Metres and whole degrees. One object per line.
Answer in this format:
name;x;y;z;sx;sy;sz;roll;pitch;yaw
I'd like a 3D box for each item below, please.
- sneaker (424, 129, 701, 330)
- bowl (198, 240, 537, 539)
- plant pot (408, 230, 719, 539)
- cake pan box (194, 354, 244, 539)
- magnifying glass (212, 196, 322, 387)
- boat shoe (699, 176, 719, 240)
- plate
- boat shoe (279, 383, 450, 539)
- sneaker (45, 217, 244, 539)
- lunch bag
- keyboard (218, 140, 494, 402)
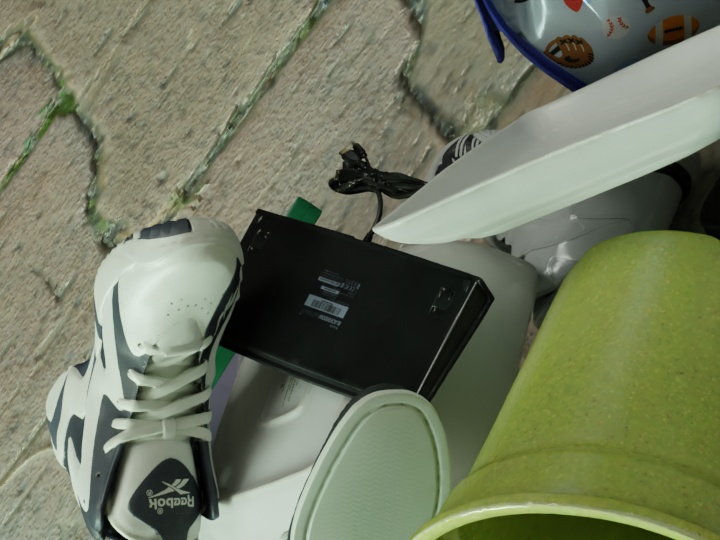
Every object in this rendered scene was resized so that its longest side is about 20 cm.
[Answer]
sneaker;0.093;-0.015;1.415;0.200;0.075;0.115;-8;57;50
bowl;-0.009;0.077;1.353;0.200;0.075;0.200;-23;42;53
plant pot;0.135;0.091;1.186;0.200;0.200;0.185;-25;35;45
cake pan box;-0.097;0.136;1.527;0.184;0.052;0.201;109;168;-58
magnifying glass;-0.081;0.047;1.426;0.200;0.022;0.080;-60;2;-2
boat shoe;0.235;-0.085;1.277;0.201;0.063;0.074;-46;36;28
plate;0.127;-0.070;1.239;0.199;0.032;0.200;-22;9;32
boat shoe;-0.008;0.135;1.225;0.060;0.075;0.201;-117;38;-60
sneaker;-0.099;0.074;1.314;0.199;0.079;0.130;-52;47;40
lunch bag;0.114;-0.184;1.398;0.124;0.200;0.170;-44;36;26
keyboard;0.000;0.000;1.309;0.200;0.021;0.127;19;78;52
